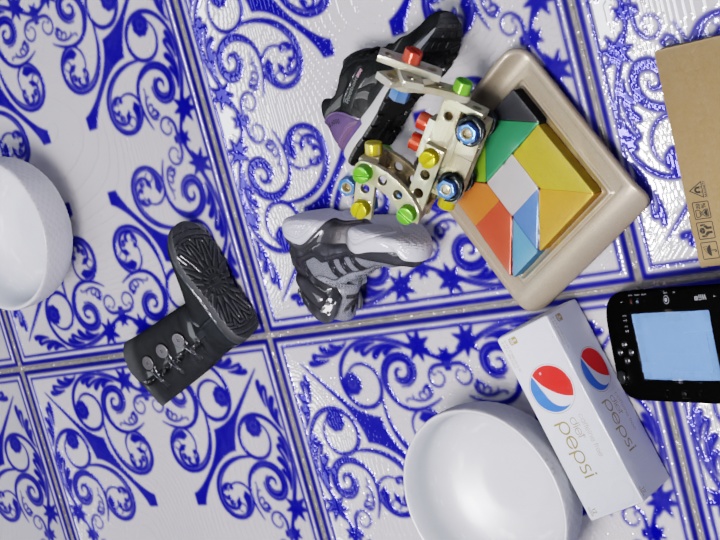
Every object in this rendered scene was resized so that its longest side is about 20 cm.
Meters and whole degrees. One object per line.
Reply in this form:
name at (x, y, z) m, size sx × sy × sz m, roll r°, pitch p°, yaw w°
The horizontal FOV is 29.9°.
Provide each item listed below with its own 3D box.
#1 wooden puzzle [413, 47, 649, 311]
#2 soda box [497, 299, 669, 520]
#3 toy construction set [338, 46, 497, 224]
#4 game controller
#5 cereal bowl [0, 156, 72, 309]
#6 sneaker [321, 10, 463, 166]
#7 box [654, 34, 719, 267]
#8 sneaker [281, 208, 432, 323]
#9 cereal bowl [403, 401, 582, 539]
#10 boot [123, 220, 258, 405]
wooden puzzle at (0.157, -0.084, 1.308) m, size 0.200 × 0.037 × 0.185 m, roll 51°, pitch 129°, yaw 13°
soda box at (0.218, 0.135, 1.316) m, size 0.068 × 0.064 × 0.201 m, roll -30°, pitch 86°, yaw 40°
toy construction set at (0.053, -0.127, 1.299) m, size 0.131 × 0.092 × 0.201 m, roll 28°, pitch 135°, yaw 14°
game controller at (0.289, 0.066, 1.209) m, size 0.200 × 0.042 × 0.105 m, roll -8°, pitch 102°, yaw 64°
cereal bowl at (-0.444, -0.054, 1.757) m, size 0.199 × 0.083 × 0.202 m, roll 13°, pitch 113°, yaw 34°
sneaker at (0.020, -0.201, 1.356) m, size 0.088 × 0.075 × 0.200 m, roll 55°, pitch 130°, yaw 18°
box at (0.348, -0.108, 1.156) m, size 0.163 × 0.021 × 0.202 m, roll -8°, pitch 100°, yaw 40°
sneaker at (0.000, 0.000, 1.440) m, size 0.199 × 0.075 × 0.115 m, roll 11°, pitch 112°, yaw 42°
cereal bowl at (0.146, 0.225, 1.391) m, size 0.199 × 0.083 × 0.202 m, roll 14°, pitch 114°, yaw 35°
boot at (-0.228, 0.055, 1.651) m, size 0.200 × 0.065 × 0.166 m, roll -38°, pitch 79°, yaw 44°
